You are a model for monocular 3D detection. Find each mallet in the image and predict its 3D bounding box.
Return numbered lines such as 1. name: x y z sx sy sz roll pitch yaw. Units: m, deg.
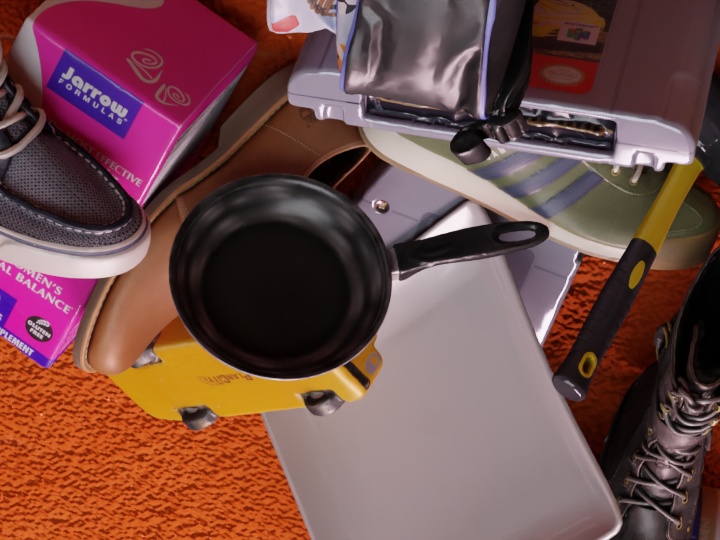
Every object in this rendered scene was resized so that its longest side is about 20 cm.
1. mallet: 0.153 -0.011 1.364 0.066 0.200 0.041 37 152 -25

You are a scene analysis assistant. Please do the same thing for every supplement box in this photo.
1. supplement box: -0.153 -0.061 1.460 0.101 0.103 0.200 34 128 2

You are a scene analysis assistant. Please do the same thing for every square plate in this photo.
1. square plate: 0.040 0.094 1.470 0.200 0.028 0.198 -37 66 35

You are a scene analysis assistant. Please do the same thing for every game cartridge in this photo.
1. game cartridge: 0.075 -0.113 1.338 0.200 0.133 0.041 9 129 9
2. game cartridge: 0.042 0.014 1.513 0.133 0.040 0.200 19 130 -3

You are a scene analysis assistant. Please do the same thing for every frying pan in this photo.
1. frying pan: -0.011 -0.013 1.394 0.115 0.190 0.031 54 159 15

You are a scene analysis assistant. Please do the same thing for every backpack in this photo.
1. backpack: 0.038 -0.184 1.259 0.154 0.191 0.200 18 125 10

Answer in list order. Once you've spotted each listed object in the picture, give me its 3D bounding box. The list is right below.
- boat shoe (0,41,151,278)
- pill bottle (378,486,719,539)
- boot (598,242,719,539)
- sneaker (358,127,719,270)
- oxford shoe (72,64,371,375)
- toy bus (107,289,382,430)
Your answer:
1. boat shoe: -0.191 -0.075 1.355 0.200 0.075 0.093 26 135 12
2. pill bottle: 0.111 0.172 1.552 0.200 0.120 0.120 7 129 5
3. boot: 0.159 0.094 1.421 0.069 0.200 0.174 14 154 1
4. sneaker: 0.102 -0.072 1.405 0.200 0.067 0.090 22 132 1
5. oxford shoe: -0.074 -0.014 1.432 0.071 0.071 0.200 41 90 17
6. toy bus: -0.067 0.036 1.491 0.200 0.078 0.065 -10 130 48
